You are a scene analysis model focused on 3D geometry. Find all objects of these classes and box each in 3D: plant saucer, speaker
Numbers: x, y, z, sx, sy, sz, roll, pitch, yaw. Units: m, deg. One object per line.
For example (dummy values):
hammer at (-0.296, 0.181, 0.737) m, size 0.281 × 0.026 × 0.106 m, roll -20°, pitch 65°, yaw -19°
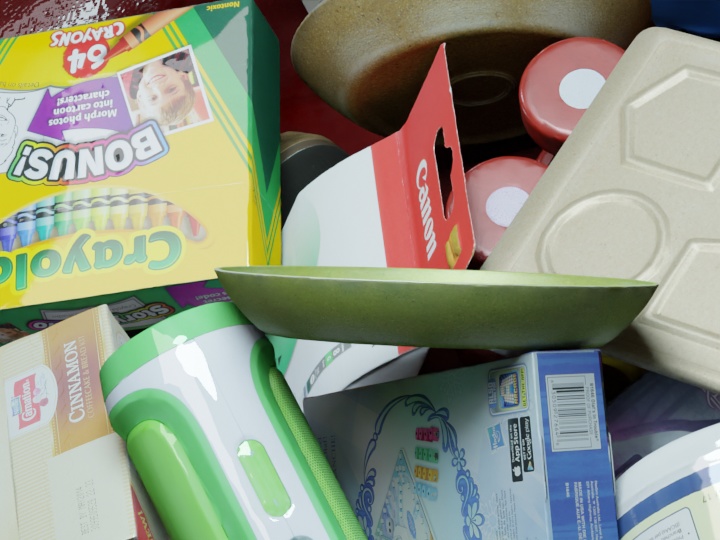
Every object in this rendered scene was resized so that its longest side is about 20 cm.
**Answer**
plant saucer at (0.034, 0.016, 1.227) m, size 0.200 × 0.200 × 0.031 m, roll 2°, pitch 92°, yaw 31°
speaker at (-0.043, 0.117, 1.228) m, size 0.088 × 0.088 × 0.200 m, roll -29°, pitch 75°, yaw 4°
plant saucer at (0.063, -0.114, 1.494) m, size 0.200 × 0.200 × 0.035 m, roll -15°, pitch 67°, yaw 18°

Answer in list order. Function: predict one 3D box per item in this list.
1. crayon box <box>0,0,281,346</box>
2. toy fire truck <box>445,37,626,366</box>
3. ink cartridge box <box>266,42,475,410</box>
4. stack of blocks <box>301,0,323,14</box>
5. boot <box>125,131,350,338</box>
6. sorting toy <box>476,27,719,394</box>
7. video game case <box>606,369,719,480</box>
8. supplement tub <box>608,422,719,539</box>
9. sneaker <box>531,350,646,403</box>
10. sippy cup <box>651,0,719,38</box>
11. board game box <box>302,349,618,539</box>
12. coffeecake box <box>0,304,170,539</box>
crayon box at (-0.147, -0.052, 1.524) m, size 0.200 × 0.058 × 0.173 m, roll -9°, pitch 62°, yaw 15°
toy fire truck at (0.145, -0.016, 1.423) m, size 0.168 × 0.112 × 0.200 m, roll 22°, pitch 64°, yaw 20°
ink cartridge box at (0.000, 0.000, 1.432) m, size 0.050 × 0.200 × 0.161 m, roll 8°, pitch 44°, yaw -15°
stack of blocks at (-0.044, -0.242, 1.652) m, size 0.059 × 0.200 × 0.115 m, roll -25°, pitch 44°, yaw 5°
boot at (-0.095, -0.016, 1.590) m, size 0.200 × 0.074 × 0.075 m, roll -31°, pitch 25°, yaw -5°
sorting toy at (0.171, -0.026, 1.318) m, size 0.200 × 0.036 × 0.185 m, roll 17°, pitch 62°, yaw 39°
video game case at (0.165, 0.115, 1.289) m, size 0.200 × 0.019 × 0.143 m, roll -39°, pitch 81°, yaw -6°
supplement tub at (0.191, 0.175, 1.169) m, size 0.145 × 0.145 × 0.200 m, roll -22°, pitch 59°, yaw 11°
sneaker at (0.063, 0.105, 1.342) m, size 0.200 × 0.073 × 0.077 m, roll -52°, pitch 8°, yaw 8°
sippy cup at (0.201, -0.207, 1.543) m, size 0.178 × 0.140 × 0.130 m, roll -15°, pitch 47°, yaw 63°
board game box at (0.046, 0.146, 1.237) m, size 0.199 × 0.043 × 0.200 m, roll -14°, pitch 79°, yaw 57°
coffeecake box at (-0.105, 0.141, 1.346) m, size 0.073 × 0.200 × 0.154 m, roll -23°, pitch 44°, yaw 10°
